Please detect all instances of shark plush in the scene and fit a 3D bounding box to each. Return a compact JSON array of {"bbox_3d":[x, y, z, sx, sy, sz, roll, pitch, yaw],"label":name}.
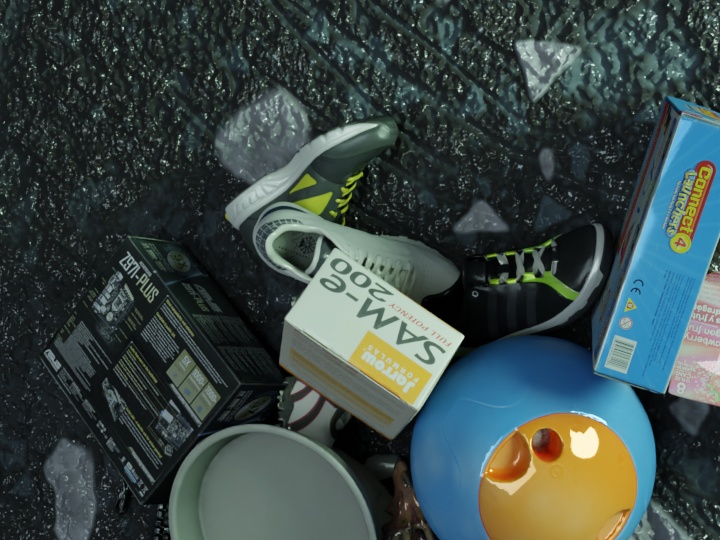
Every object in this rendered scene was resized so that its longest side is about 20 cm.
[{"bbox_3d":[-0.045,0.210,1.380,0.199,0.091,0.084,15,131,19],"label":"shark plush"}]

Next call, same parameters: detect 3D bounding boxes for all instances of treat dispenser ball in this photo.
[{"bbox_3d":[0.141,0.154,1.206,0.200,0.201,0.202,2,95,26],"label":"treat dispenser ball"}]

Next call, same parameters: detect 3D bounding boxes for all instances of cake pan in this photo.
[{"bbox_3d":[-0.071,0.224,1.272,0.199,0.037,0.202,6,105,22],"label":"cake pan"}]

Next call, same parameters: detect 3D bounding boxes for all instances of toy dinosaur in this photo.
[{"bbox_3d":[0.082,0.267,1.271,0.200,0.086,0.136,34,149,22],"label":"toy dinosaur"}]

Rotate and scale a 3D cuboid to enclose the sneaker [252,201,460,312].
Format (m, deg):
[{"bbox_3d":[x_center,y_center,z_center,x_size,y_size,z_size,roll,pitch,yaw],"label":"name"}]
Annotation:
[{"bbox_3d":[0.000,0.000,1.295,0.199,0.081,0.077,15,95,-9],"label":"sneaker"}]

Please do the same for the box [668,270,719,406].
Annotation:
[{"bbox_3d":[0.354,0.069,1.150,0.199,0.103,0.095,13,100,24],"label":"box"}]

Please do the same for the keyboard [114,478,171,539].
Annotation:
[{"bbox_3d":[-0.197,0.216,1.477,0.126,0.021,0.201,12,98,25],"label":"keyboard"}]

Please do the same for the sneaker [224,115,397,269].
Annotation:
[{"bbox_3d":[-0.033,-0.071,1.353,0.200,0.074,0.085,-33,86,33],"label":"sneaker"}]

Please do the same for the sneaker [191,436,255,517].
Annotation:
[{"bbox_3d":[-0.096,0.229,1.370,0.075,0.087,0.201,-13,115,29],"label":"sneaker"}]

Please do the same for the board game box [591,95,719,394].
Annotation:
[{"bbox_3d":[0.236,-0.027,1.144,0.056,0.196,0.201,18,103,5],"label":"board game box"}]

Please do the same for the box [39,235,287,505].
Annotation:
[{"bbox_3d":[-0.189,0.095,1.407,0.164,0.086,0.200,-51,62,19],"label":"box"}]

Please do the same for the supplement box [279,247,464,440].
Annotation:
[{"bbox_3d":[0.004,0.066,1.212,0.126,0.200,0.074,34,77,3],"label":"supplement box"}]

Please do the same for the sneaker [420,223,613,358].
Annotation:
[{"bbox_3d":[0.123,0.016,1.242,0.200,0.083,0.072,-37,35,36],"label":"sneaker"}]

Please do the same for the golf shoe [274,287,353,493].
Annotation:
[{"bbox_3d":[-0.028,0.112,1.330,0.088,0.077,0.201,3,73,10],"label":"golf shoe"}]
